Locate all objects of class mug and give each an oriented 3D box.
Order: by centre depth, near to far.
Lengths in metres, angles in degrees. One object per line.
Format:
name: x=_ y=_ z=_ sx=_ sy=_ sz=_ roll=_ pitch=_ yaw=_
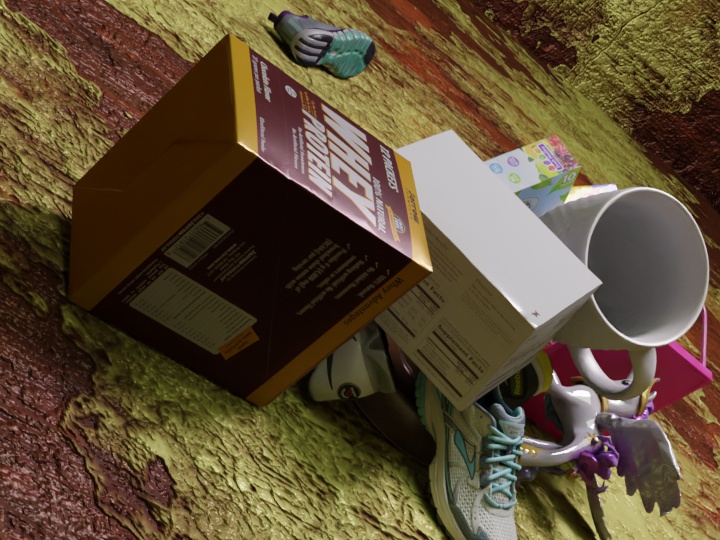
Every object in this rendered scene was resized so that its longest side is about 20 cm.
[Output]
mug: x=0.229 y=0.028 z=1.486 sx=0.147 sy=0.175 sz=0.202 roll=-18 pitch=95 yaw=-28

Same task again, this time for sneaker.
sneaker: x=0.107 y=0.160 z=1.363 sx=0.077 sy=0.086 sz=0.201 roll=15 pitch=51 yaw=-46
sneaker: x=-0.024 y=0.041 z=1.381 sx=0.201 sy=0.088 sz=0.074 roll=-98 pitch=170 yaw=-56
sneaker: x=0.094 y=0.056 z=1.483 sx=0.200 sy=0.075 sz=0.084 roll=41 pitch=50 yaw=15
sneaker: x=-0.051 y=-0.333 z=2.201 sx=0.088 sy=0.075 sz=0.200 roll=46 pitch=18 yaw=21

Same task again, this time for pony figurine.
pony figurine: x=0.229 y=0.171 z=1.556 sx=0.198 sy=0.167 sz=0.195 roll=7 pitch=62 yaw=-23

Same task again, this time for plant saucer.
plant saucer: x=0.048 y=0.098 z=1.473 sx=0.200 sy=0.032 sz=0.201 roll=39 pitch=25 yaw=-23

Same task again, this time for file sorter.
file sorter: x=0.270 y=0.082 z=1.714 sx=0.139 sy=0.200 sz=0.126 roll=37 pitch=41 yaw=-21

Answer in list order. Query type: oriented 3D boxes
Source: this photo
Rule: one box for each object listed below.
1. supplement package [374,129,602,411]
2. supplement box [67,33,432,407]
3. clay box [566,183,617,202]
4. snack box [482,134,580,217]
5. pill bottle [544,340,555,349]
supplement package: x=0.083 y=-0.006 z=1.346 sx=0.200 sy=0.111 sz=0.155 roll=47 pitch=31 yaw=11
supplement box: x=-0.087 y=-0.033 z=1.202 sx=0.199 sy=0.197 sz=0.133 roll=33 pitch=31 yaw=-33
clay box: x=0.216 y=-0.034 z=1.767 sx=0.199 sy=0.048 sz=0.116 roll=-6 pitch=69 yaw=-26
snack box: x=0.129 y=-0.036 z=1.565 sx=0.141 sy=0.201 sz=0.053 roll=-23 pitch=61 yaw=-27
pill bottle: x=0.254 y=0.008 z=1.897 sx=0.112 sy=0.200 sz=0.113 roll=39 pitch=18 yaw=-15
